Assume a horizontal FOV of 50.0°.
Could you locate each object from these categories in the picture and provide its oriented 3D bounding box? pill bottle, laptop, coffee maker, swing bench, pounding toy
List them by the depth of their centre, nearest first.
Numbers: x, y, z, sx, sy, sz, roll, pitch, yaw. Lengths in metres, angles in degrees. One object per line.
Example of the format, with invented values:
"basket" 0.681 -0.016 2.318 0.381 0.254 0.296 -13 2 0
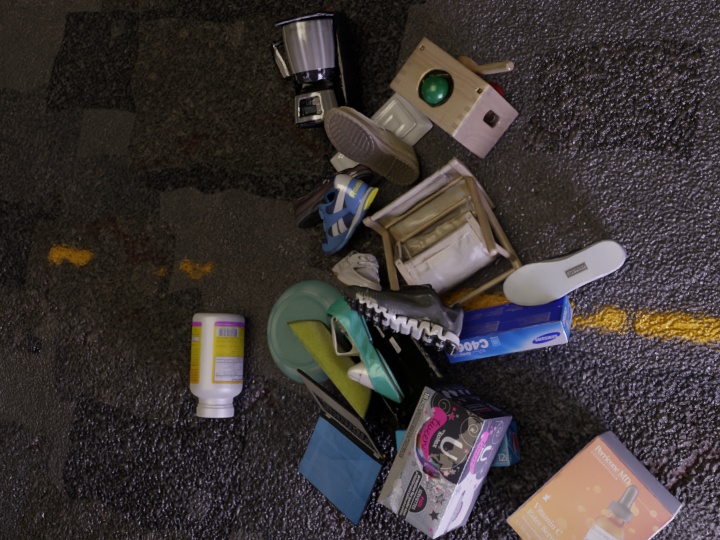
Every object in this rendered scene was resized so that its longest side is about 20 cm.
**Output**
"pounding toy" 0.172 -0.301 1.290 0.184 0.200 0.142 44 104 25
"swing bench" 0.138 -0.046 1.319 0.198 0.130 0.201 -32 57 22
"laptop" 0.061 0.156 1.319 0.178 0.103 0.200 54 127 21
"laptop" -0.058 0.310 1.366 0.116 0.201 0.187 -43 42 -18
"coffee maker" -0.060 -0.376 1.458 0.134 0.191 0.202 4 107 48
"pill bottle" -0.285 0.187 1.533 0.104 0.104 0.202 -2 83 28

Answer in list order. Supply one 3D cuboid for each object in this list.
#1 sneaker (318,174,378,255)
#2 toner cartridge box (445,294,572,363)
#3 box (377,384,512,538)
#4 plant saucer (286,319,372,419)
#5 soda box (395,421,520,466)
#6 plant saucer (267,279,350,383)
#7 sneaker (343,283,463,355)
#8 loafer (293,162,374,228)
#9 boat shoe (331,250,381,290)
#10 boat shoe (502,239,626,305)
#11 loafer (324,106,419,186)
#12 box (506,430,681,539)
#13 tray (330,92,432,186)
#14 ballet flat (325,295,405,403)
"sneaker" -0.037 -0.104 1.408 0.082 0.074 0.200 31 140 -2
"toner cartridge box" 0.240 0.094 1.264 0.199 0.095 0.043 -14 113 27
"box" 0.134 0.293 1.206 0.114 0.132 0.201 25 97 30
"plant saucer" -0.040 0.158 1.340 0.048 0.200 0.200 -38 85 -3
"soda box" 0.163 0.295 1.302 0.199 0.064 0.068 -10 80 27
"plant saucer" -0.106 0.117 1.484 0.199 0.036 0.202 -4 82 28
"sneaker" 0.073 0.055 1.213 0.199 0.067 0.091 22 68 6
"loafer" -0.060 -0.153 1.460 0.200 0.072 0.063 -35 66 34
"boat shoe" 0.000 0.000 1.372 0.070 0.071 0.200 -56 21 2
"boat shoe" 0.329 0.001 1.247 0.199 0.066 0.070 -27 84 18
"loafer" 0.023 -0.228 1.397 0.200 0.068 0.076 36 127 -13
"box" 0.352 0.366 1.168 0.200 0.106 0.152 -49 65 15
"tray" 0.033 -0.242 1.460 0.200 0.022 0.108 -43 67 17
"ballet flat" 0.000 0.136 1.250 0.070 0.067 0.201 -26 70 -5
